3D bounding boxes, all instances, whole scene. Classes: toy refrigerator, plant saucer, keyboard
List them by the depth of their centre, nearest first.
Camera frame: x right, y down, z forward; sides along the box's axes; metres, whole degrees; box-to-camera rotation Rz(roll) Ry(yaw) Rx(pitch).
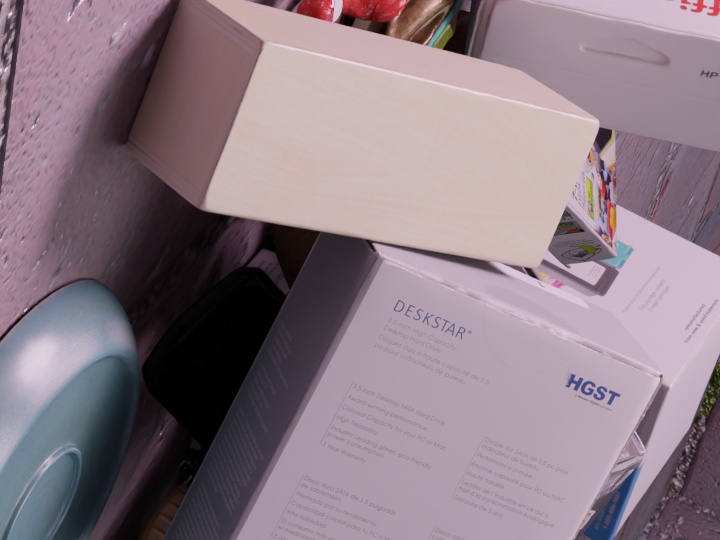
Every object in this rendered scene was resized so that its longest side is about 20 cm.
[{"bbox_3d":[0.003,-0.060,1.077,0.199,0.070,0.076,8,111,-42],"label":"toy refrigerator"},{"bbox_3d":[-0.148,0.100,1.080,0.201,0.027,0.200,-58,166,-23],"label":"plant saucer"},{"bbox_3d":[-0.041,0.083,1.194,0.104,0.040,0.200,-44,128,-5],"label":"keyboard"}]

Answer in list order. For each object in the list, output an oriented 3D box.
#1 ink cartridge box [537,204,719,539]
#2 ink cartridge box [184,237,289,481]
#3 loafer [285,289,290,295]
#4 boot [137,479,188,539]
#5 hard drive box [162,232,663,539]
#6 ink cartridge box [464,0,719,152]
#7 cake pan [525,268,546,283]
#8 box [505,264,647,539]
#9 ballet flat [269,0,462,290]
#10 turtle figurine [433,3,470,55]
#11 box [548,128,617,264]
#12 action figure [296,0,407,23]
[{"bbox_3d":[0.119,0.044,1.608,0.146,0.199,0.147,-46,158,-48],"label":"ink cartridge box"},{"bbox_3d":[-0.055,0.067,1.349,0.095,0.037,0.201,-51,159,-45],"label":"ink cartridge box"},{"bbox_3d":[0.000,0.000,1.212,0.200,0.063,0.072,-50,135,11],"label":"loafer"},{"bbox_3d":[-0.100,0.188,1.336,0.200,0.072,0.167,-48,170,-21],"label":"boot"},{"bbox_3d":[0.019,0.092,1.136,0.201,0.155,0.077,-61,-158,13],"label":"hard drive box"},{"bbox_3d":[0.134,-0.171,1.253,0.086,0.145,0.201,106,-5,-54],"label":"ink cartridge box"},{"bbox_3d":[0.035,0.070,1.393,0.037,0.200,0.201,-2,121,-45],"label":"cake pan"},{"bbox_3d":[0.048,0.093,1.290,0.050,0.158,0.200,-14,149,-36],"label":"box"},{"bbox_3d":[-0.009,-0.087,1.173,0.068,0.072,0.201,10,-107,57],"label":"ballet flat"},{"bbox_3d":[0.018,-0.067,1.271,0.200,0.064,0.162,27,76,-51],"label":"turtle figurine"},{"bbox_3d":[0.107,-0.116,1.369,0.110,0.034,0.201,38,49,-58],"label":"box"},{"bbox_3d":[0.027,-0.189,1.127,0.201,0.065,0.099,-57,173,-30],"label":"action figure"}]
